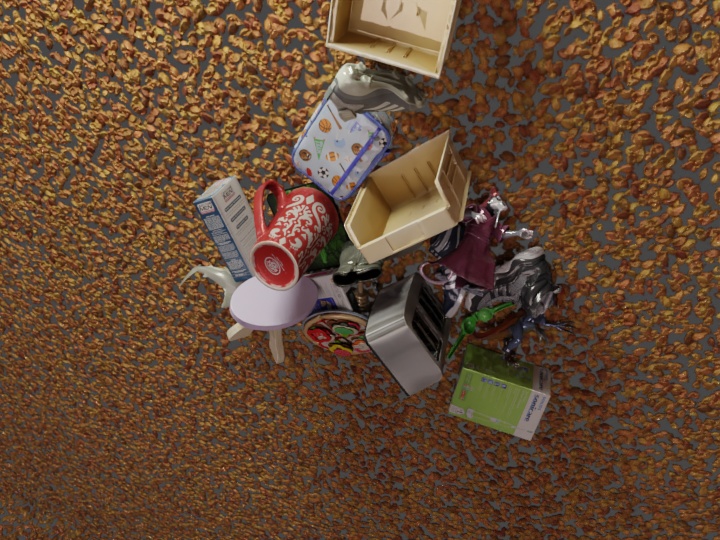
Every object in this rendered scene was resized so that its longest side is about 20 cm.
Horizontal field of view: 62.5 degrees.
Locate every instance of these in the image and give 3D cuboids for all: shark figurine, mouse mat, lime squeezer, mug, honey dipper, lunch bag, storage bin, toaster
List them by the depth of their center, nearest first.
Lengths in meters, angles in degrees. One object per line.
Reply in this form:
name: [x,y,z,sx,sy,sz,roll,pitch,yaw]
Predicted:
storage bin: [0.063,-0.442,0.934,0.194,0.094,0.203,18,127,9]
storage bin: [0.089,-0.130,1.074,0.196,0.201,0.095,-23,117,31]
lunch bag: [-0.029,-0.241,1.124,0.159,0.076,0.200,37,128,-9]
mug: [-0.154,-0.070,1.193,0.173,0.202,0.136,25,128,2]
toaster: [0.100,0.123,1.248,0.117,0.183,0.202,-27,111,29]
lime squeezer: [0.251,0.106,1.253,0.198,0.071,0.038,-37,94,4]
mouse mat: [-0.106,-0.090,1.292,0.156,0.008,0.205,-9,117,25]
honey dipper: [0.000,0.000,1.296,0.037,0.038,0.206,8,120,15]
shark figurine: [-0.321,0.041,1.384,0.209,0.092,0.129,23,158,-3]

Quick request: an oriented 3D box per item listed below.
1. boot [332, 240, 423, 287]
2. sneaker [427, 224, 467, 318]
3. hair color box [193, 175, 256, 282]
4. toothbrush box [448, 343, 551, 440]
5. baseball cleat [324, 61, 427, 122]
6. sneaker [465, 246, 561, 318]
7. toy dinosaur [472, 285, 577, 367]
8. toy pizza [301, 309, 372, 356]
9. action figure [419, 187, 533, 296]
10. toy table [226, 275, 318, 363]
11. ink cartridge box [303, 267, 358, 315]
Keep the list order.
boot: [0.041,-0.022,1.188,0.194,0.132,0.069,-17,117,12]
sneaker: [0.175,-0.005,1.200,0.105,0.071,0.205,18,120,2]
hair color box: [-0.274,-0.089,1.296,0.059,0.101,0.205,-8,119,28]
toothbrush box: [0.308,0.271,1.323,0.194,0.087,0.149,17,126,10]
baseball cleat: [0.022,-0.299,1.020,0.196,0.072,0.106,5,150,-41]
sneaker: [0.298,0.052,1.162,0.199,0.074,0.116,-41,66,32]
toy dinosaur: [0.338,0.101,1.206,0.195,0.104,0.187,25,108,18]
toy pizza: [-0.041,0.153,1.362,0.193,0.033,0.203,7,146,4]
action figure: [0.219,-0.057,1.103,0.132,0.205,0.148,30,164,-25]
toy table: [-0.194,0.093,1.294,0.193,0.188,0.118,-2,146,-23]
ink cartridge box: [-0.102,0.057,1.351,0.195,0.037,0.097,-12,111,37]
